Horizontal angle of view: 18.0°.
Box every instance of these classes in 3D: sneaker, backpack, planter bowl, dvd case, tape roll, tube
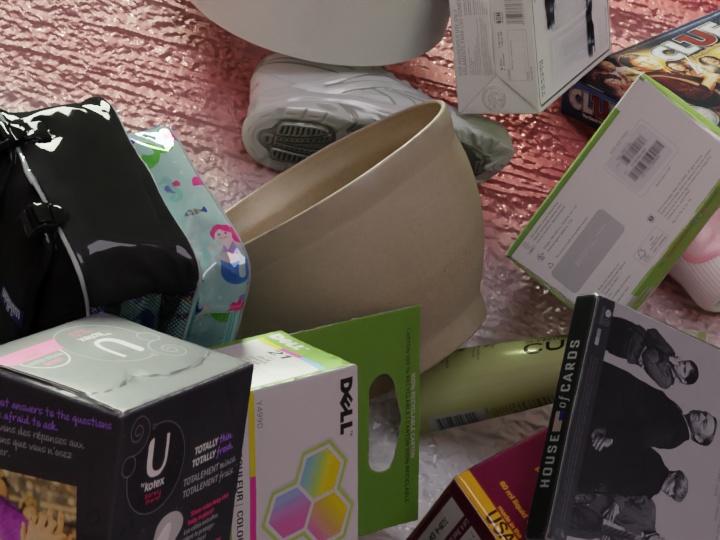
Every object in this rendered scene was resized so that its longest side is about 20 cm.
[{"bbox_3d":[0.299,-0.031,1.658,0.199,0.075,0.105,-24,70,-32],"label":"sneaker"},{"bbox_3d":[-0.160,0.017,1.332,0.150,0.201,0.178,-4,42,-32],"label":"backpack"},{"bbox_3d":[0.000,0.000,1.439,0.200,0.200,0.135,-40,104,-39],"label":"planter bowl"},{"bbox_3d":[0.014,-0.116,1.591,0.198,0.078,0.100,11,49,-18],"label":"sneaker"},{"bbox_3d":[0.193,0.116,1.373,0.199,0.025,0.152,23,73,-34],"label":"dvd case"},{"bbox_3d":[-0.020,-0.253,1.595,0.201,0.140,0.203,10,33,-7],"label":"tape roll"},{"bbox_3d":[0.125,0.062,1.458,0.198,0.052,0.058,-11,44,11],"label":"tube"}]

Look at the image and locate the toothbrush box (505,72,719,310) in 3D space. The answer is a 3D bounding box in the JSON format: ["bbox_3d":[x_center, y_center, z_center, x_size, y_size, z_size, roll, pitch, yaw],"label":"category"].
[{"bbox_3d":[0.183,-0.044,1.505,0.086,0.146,0.200,39,10,10],"label":"toothbrush box"}]

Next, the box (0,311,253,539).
[{"bbox_3d":[-0.140,0.138,1.175,0.105,0.202,0.122,17,18,26],"label":"box"}]

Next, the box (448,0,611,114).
[{"bbox_3d":[0.123,-0.189,1.618,0.060,0.118,0.200,0,18,22],"label":"box"}]

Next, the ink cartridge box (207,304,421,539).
[{"bbox_3d":[-0.023,0.112,1.303,0.199,0.149,0.076,-13,21,-35],"label":"ink cartridge box"}]

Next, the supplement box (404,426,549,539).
[{"bbox_3d":[0.133,0.150,1.424,0.199,0.111,0.086,-24,70,-36],"label":"supplement box"}]

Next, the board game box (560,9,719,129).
[{"bbox_3d":[0.267,-0.140,1.708,0.199,0.035,0.135,-25,39,-36],"label":"board game box"}]
